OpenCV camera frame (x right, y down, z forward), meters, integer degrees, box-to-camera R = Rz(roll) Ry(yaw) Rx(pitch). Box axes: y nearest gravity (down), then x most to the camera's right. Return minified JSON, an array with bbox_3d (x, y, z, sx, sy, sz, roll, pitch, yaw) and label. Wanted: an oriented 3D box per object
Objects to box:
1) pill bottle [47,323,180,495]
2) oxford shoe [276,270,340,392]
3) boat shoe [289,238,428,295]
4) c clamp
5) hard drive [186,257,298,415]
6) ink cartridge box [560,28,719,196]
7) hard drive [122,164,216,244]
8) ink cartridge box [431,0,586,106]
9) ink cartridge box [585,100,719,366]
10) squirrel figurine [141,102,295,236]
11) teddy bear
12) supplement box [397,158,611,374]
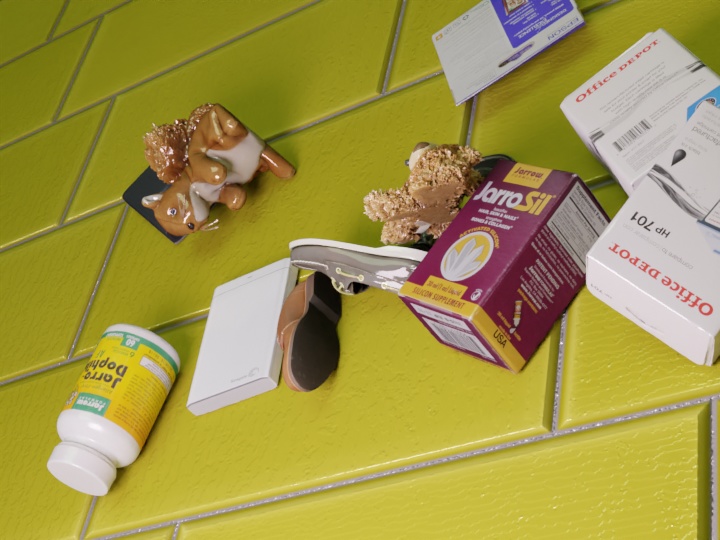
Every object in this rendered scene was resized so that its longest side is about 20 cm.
[{"bbox_3d":[-0.316,0.178,1.722,0.112,0.113,0.201,-7,48,40],"label":"pill bottle"},{"bbox_3d":[-0.070,0.084,1.625,0.071,0.071,0.201,-31,25,24],"label":"oxford shoe"},{"bbox_3d":[-0.001,0.000,1.610,0.200,0.072,0.061,6,85,29],"label":"boat shoe"},{"bbox_3d":[0.112,-0.077,1.655,0.170,0.027,0.201,-11,43,30],"label":"c clamp"},{"bbox_3d":[-0.149,0.082,1.736,0.131,0.027,0.201,-22,40,28],"label":"hard drive"},{"bbox_3d":[0.326,-0.156,1.470,0.146,0.084,0.200,-36,34,8],"label":"ink cartridge box"},{"bbox_3d":[-0.281,-0.129,2.088,0.140,0.033,0.200,-47,35,-6],"label":"hard drive"},{"bbox_3d":[0.197,-0.306,1.796,0.197,0.043,0.201,-32,34,15],"label":"ink cartridge box"},{"bbox_3d":[0.328,-0.035,1.288,0.146,0.086,0.200,34,76,20],"label":"ink cartridge box"},{"bbox_3d":[-0.231,-0.142,1.955,0.187,0.141,0.200,-51,46,3],"label":"squirrel figurine"},{"bbox_3d":[0.074,-0.087,1.527,0.144,0.200,0.067,-16,70,6],"label":"teddy bear"},{"bbox_3d":[0.159,-0.007,1.459,0.200,0.103,0.131,-52,34,-15],"label":"supplement box"}]
